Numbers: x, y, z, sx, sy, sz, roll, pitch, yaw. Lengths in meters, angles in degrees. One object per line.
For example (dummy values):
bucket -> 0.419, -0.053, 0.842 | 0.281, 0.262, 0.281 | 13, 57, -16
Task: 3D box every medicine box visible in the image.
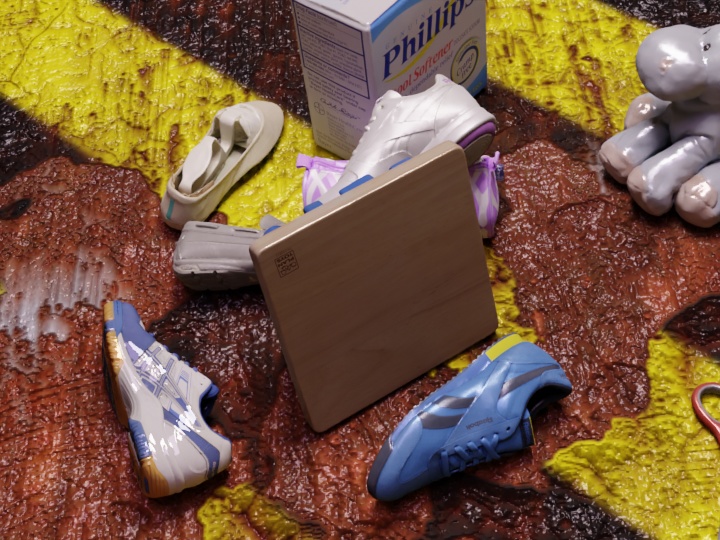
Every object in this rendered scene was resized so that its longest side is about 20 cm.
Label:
medicine box -> 0.036, -0.232, 1.265 | 0.103, 0.201, 0.182 | 30, 59, 28

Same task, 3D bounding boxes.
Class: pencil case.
pencil case -> 0.041, -0.072, 1.207 | 0.198, 0.086, 0.084 | -2, 44, 6

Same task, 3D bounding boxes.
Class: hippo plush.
hippo plush -> 0.331, -0.148, 1.186 | 0.198, 0.161, 0.160 | 5, 50, 11

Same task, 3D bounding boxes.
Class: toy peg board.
toy peg board -> 0.000, 0.000, 1.090 | 0.199, 0.200, 0.098 | -29, 37, -17

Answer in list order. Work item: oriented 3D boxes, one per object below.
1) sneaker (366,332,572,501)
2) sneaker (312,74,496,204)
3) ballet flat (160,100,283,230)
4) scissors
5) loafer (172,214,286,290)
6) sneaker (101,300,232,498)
sneaker -> 0.094, 0.134, 1.040 | 0.200, 0.066, 0.078 | -37, 59, -22
sneaker -> 0.025, -0.103, 1.149 | 0.199, 0.075, 0.100 | -35, 68, -6
ballet flat -> -0.141, -0.125, 1.285 | 0.069, 0.070, 0.201 | 17, 54, 20
scissors -> 0.314, 0.168, 1.018 | 0.073, 0.014, 0.201 | 2, 49, 6
loafer -> -0.082, -0.021, 1.185 | 0.198, 0.070, 0.070 | 1, 67, 8
sneaker -> -0.173, 0.107, 1.100 | 0.088, 0.076, 0.201 | -13, 56, -19
